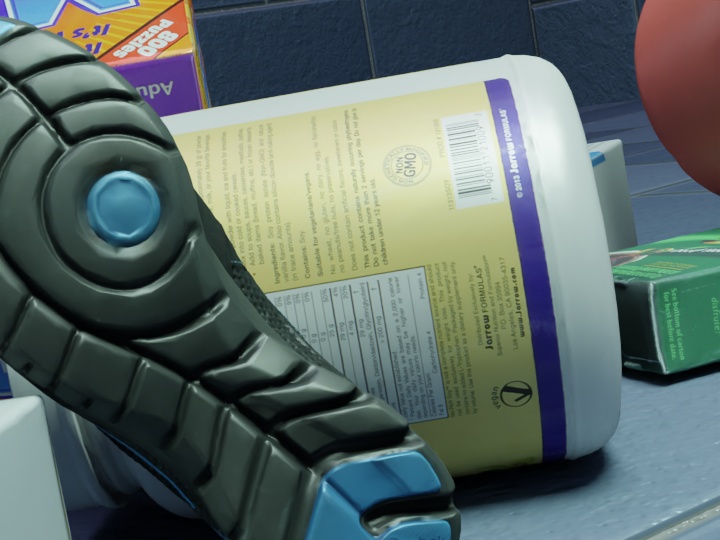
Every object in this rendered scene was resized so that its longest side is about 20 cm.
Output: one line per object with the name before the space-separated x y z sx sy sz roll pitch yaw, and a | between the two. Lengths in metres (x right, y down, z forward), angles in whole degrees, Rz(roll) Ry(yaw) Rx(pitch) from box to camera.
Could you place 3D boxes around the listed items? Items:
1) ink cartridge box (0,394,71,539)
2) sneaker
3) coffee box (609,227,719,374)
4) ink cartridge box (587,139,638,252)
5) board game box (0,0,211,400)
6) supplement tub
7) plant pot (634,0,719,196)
ink cartridge box | -0.178 0.095 0.334 0.198 0.084 0.146 -8 8 8
sneaker | -0.059 0.019 0.424 0.073 0.200 0.082 -40 4 -14
coffee box | 0.193 0.002 0.711 0.198 0.044 0.123 -12 6 -18
ink cartridge box | 0.055 -0.018 0.905 0.198 0.086 0.144 -9 7 21
board game box | -0.166 -0.052 0.713 0.198 0.201 0.201 -10 39 -4
supplement tub | -0.016 0.009 0.541 0.198 0.147 0.145 -10 7 3
plant pot | 0.242 -0.121 0.743 0.199 0.203 0.177 -13 -4 -27
